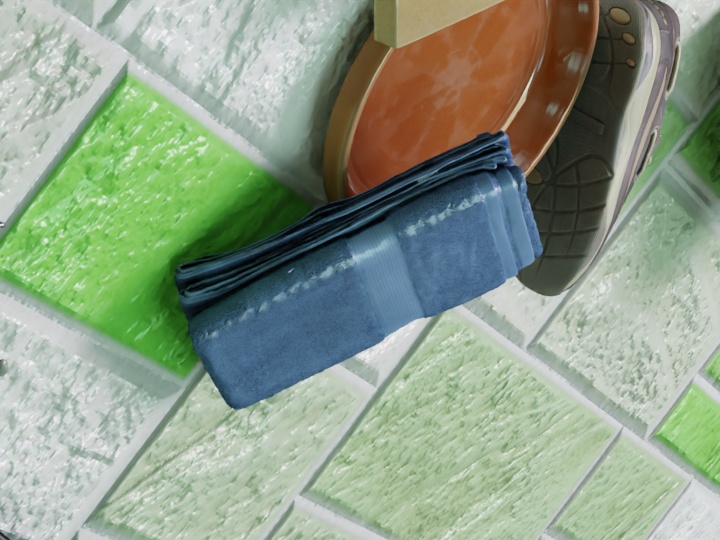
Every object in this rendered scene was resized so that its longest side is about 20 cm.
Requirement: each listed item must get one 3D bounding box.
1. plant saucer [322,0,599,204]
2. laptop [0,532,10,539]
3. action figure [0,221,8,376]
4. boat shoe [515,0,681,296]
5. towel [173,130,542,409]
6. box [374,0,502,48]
[{"bbox_3d":[0.053,-0.101,1.381,0.200,0.032,0.201,-34,145,-28],"label":"plant saucer"},{"bbox_3d":[-0.249,0.207,1.321,0.187,0.116,0.200,-49,120,-5],"label":"laptop"},{"bbox_3d":[-0.216,0.032,1.098,0.119,0.102,0.200,1,123,-40],"label":"action figure"},{"bbox_3d":[0.148,-0.073,1.494,0.073,0.074,0.200,-14,134,-45],"label":"boat shoe"},{"bbox_3d":[0.000,0.000,1.346,0.200,0.049,0.112,-26,149,-5],"label":"towel"},{"bbox_3d":[0.068,-0.228,1.247,0.163,0.021,0.200,-28,132,-35],"label":"box"}]
